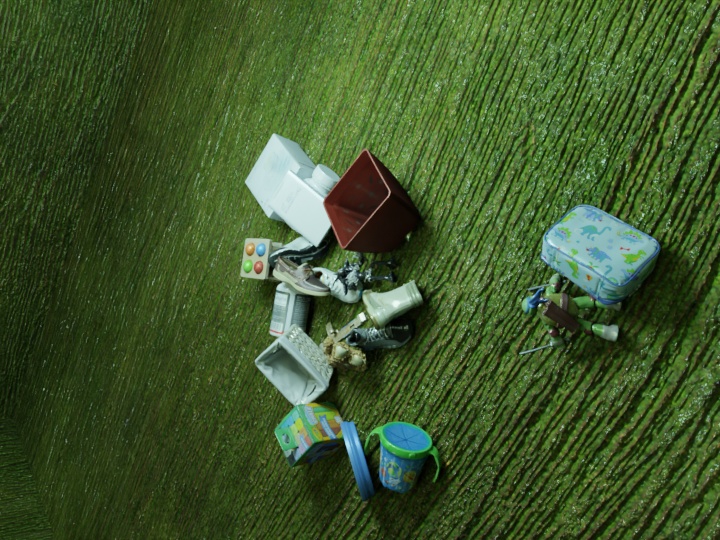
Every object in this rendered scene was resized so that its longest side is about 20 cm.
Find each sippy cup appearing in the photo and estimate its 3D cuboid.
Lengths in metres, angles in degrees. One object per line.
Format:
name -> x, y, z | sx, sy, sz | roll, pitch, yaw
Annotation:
sippy cup -> 0.104, 0.474, 1.352 | 0.177, 0.137, 0.133 | 28, 113, 51

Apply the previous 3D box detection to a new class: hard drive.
hard drive -> -0.169, -0.186, 1.619 | 0.199, 0.025, 0.133 | 39, 110, 7

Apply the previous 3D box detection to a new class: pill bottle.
pill bottle -> -0.149, -0.222, 1.679 | 0.201, 0.113, 0.115 | -53, 55, 21
pill bottle -> -0.214, 0.107, 1.683 | 0.112, 0.113, 0.205 | 9, 89, 40

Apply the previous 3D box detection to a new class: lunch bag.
lunch bag -> 0.486, -0.038, 1.094 | 0.160, 0.083, 0.199 | -38, 53, -17

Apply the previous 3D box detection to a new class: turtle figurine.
turtle figurine -> 0.444, 0.088, 1.152 | 0.190, 0.201, 0.146 | 7, 57, 18

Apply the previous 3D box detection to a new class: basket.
basket -> -0.185, 0.274, 1.573 | 0.135, 0.124, 0.200 | -40, 98, 27

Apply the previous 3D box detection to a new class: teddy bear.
teddy bear -> -0.043, 0.232, 1.501 | 0.142, 0.201, 0.068 | 17, 72, 7

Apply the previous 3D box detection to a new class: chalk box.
chalk box -> -0.149, 0.460, 1.516 | 0.124, 0.198, 0.126 | -48, 57, 23

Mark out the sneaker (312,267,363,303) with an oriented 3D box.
sneaker -> -0.076, 0.044, 1.598 | 0.197, 0.080, 0.078 | 17, 92, 39

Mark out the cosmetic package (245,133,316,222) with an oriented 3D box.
cosmetic package -> -0.253, -0.300, 1.777 | 0.201, 0.122, 0.201 | -53, 53, 20

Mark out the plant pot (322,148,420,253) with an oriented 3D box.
plant pot -> 0.043, -0.163, 1.452 | 0.200, 0.174, 0.202 | -46, 45, 24

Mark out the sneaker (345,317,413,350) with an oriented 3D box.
sneaker -> 0.042, 0.177, 1.453 | 0.198, 0.114, 0.077 | -24, 68, 35

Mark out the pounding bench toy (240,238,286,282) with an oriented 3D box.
pounding bench toy -> -0.325, -0.033, 1.772 | 0.197, 0.154, 0.127 | 4, 86, 41

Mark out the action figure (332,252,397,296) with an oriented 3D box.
action figure -> 0.000, 0.000, 1.496 | 0.196, 0.102, 0.121 | -7, 59, 20

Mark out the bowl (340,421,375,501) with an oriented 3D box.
bowl -> -0.006, 0.494, 1.412 | 0.039, 0.202, 0.204 | -17, 66, -6

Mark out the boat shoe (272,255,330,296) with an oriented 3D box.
boat shoe -> -0.167, 0.014, 1.563 | 0.197, 0.072, 0.073 | 25, 108, 26

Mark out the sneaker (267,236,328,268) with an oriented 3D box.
sneaker -> -0.198, -0.058, 1.666 | 0.080, 0.197, 0.075 | 41, 140, 46

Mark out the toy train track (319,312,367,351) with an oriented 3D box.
toy train track -> -0.059, 0.186, 1.591 | 0.199, 0.032, 0.116 | -39, 60, 28

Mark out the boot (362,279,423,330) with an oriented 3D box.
boot -> 0.086, 0.076, 1.450 | 0.153, 0.073, 0.200 | -29, 18, 2
